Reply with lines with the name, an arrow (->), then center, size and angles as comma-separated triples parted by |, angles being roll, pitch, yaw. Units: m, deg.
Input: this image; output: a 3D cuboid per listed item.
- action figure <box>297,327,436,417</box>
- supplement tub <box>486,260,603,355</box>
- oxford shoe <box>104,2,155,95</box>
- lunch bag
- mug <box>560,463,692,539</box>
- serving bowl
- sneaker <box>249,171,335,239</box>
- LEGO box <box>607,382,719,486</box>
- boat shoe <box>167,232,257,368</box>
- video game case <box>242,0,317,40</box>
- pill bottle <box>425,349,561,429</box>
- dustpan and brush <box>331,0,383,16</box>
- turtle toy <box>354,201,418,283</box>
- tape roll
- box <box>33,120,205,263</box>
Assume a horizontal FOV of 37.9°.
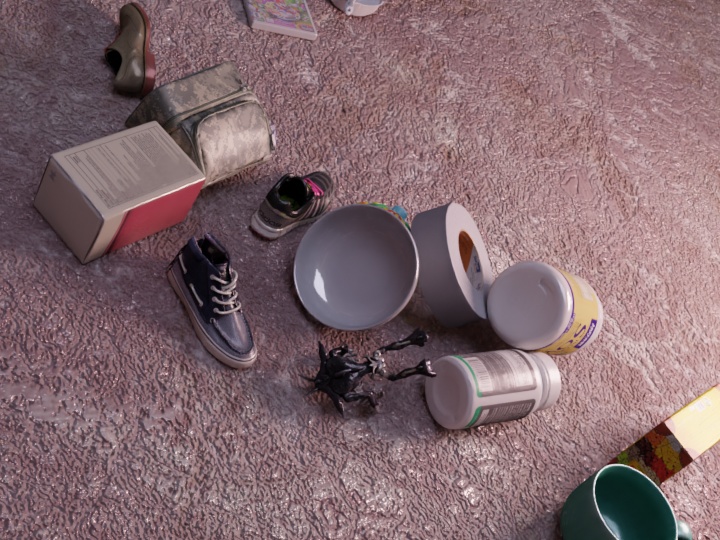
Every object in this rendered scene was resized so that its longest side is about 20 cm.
action figure -> 0.007, 0.152, 1.540 | 0.200, 0.102, 0.119 | -14, 68, -11
supplement tub -> 0.313, 0.067, 1.748 | 0.200, 0.145, 0.145 | 15, 41, -57
oxford shoe -> -0.394, -0.382, 1.765 | 0.075, 0.070, 0.200 | 2, 51, -26
lunch bag -> -0.245, -0.222, 1.680 | 0.200, 0.139, 0.168 | -32, 91, -46
mug -> 0.388, 0.393, 1.565 | 0.185, 0.114, 0.152 | 42, 42, 5
serving bowl -> 0.000, 0.000, 1.629 | 0.200, 0.200, 0.066 | 56, 8, 20
sneaker -> -0.096, -0.123, 1.719 | 0.074, 0.087, 0.200 | 45, 42, 9
LEGO box -> 0.524, 0.282, 1.730 | 0.200, 0.149, 0.077 | -20, 66, -42
boat shoe -> -0.203, 0.039, 1.498 | 0.075, 0.093, 0.200 | -22, 67, -44
video game case -> -0.174, -0.546, 2.097 | 0.143, 0.018, 0.200 | 4, 51, -31
pill bottle -> 0.210, 0.182, 1.635 | 0.200, 0.113, 0.113 | -2, 54, -35
dustpan and brush -> -0.020, -0.567, 2.188 | 0.139, 0.057, 0.200 | 27, 43, -12
turtle toy -> 0.037, -0.038, 1.723 | 0.146, 0.101, 0.200 | 3, 52, -32
tape roll -> 0.154, -0.009, 1.727 | 0.200, 0.066, 0.200 | 45, 37, -48
box -> -0.350, -0.117, 1.527 | 0.128, 0.109, 0.200 | 48, 43, 12
